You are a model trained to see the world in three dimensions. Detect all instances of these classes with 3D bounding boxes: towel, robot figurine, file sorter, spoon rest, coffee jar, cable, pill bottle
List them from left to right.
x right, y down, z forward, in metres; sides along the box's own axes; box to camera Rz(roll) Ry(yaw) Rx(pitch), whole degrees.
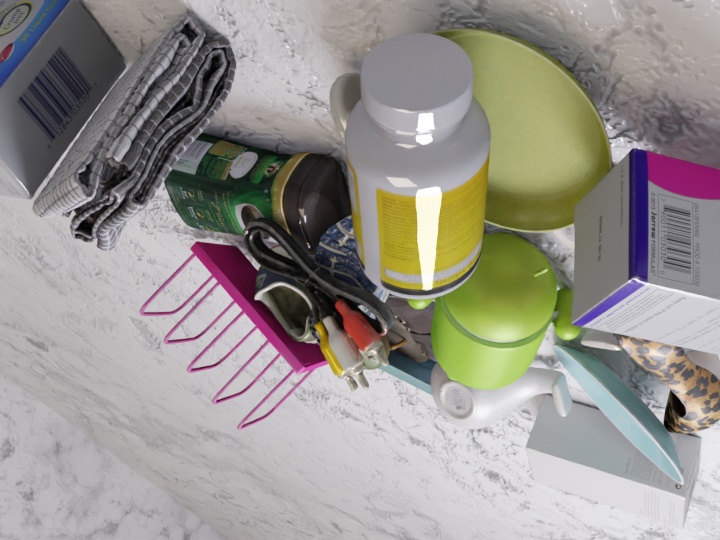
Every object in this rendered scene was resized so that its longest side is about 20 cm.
[{"bbox_3d":[-0.209,-0.122,0.862,0.085,0.202,0.165,36,154,-23],"label":"towel"},{"bbox_3d":[-0.157,0.082,1.142,0.200,0.125,0.139,48,-172,9],"label":"file sorter"},{"bbox_3d":[-0.105,-0.081,0.968,0.197,0.086,0.105,14,144,27],"label":"coffee jar"},{"bbox_3d":[-0.042,0.023,0.890,0.200,0.050,0.097,48,136,1],"label":"cable"},{"bbox_3d":[0.045,-0.077,0.712,0.110,0.113,0.201,19,146,17],"label":"pill bottle"},{"bbox_3d":[0.131,0.043,0.918,0.172,0.117,0.201,12,148,6],"label":"robot figurine"},{"bbox_3d":[0.169,0.146,1.107,0.198,0.060,0.101,-6,104,42],"label":"spoon rest"},{"bbox_3d":[0.211,-0.020,0.824,0.098,0.061,0.202,8,135,32],"label":"spoon rest"}]

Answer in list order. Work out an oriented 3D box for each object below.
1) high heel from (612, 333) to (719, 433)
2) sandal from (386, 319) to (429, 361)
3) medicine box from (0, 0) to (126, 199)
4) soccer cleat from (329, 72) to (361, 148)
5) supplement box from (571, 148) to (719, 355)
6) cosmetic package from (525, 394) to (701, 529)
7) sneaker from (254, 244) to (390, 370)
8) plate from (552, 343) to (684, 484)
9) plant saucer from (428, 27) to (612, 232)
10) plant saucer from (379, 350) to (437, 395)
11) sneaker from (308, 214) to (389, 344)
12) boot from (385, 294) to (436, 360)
[{"bbox_3d":[0.288,0.101,0.887,0.140,0.072,0.202,3,141,-6],"label":"high heel"},{"bbox_3d":[0.004,0.066,1.168,0.199,0.055,0.081,36,153,-16],"label":"sandal"},{"bbox_3d":[-0.376,-0.182,0.934,0.197,0.184,0.103,9,149,32],"label":"medicine box"},{"bbox_3d":[0.020,-0.099,0.839,0.077,0.070,0.200,6,150,42],"label":"soccer cleat"},{"bbox_3d":[0.266,-0.003,0.671,0.196,0.103,0.104,12,157,-9],"label":"supplement box"},{"bbox_3d":[0.317,0.240,1.150,0.197,0.086,0.108,15,152,26],"label":"cosmetic package"},{"bbox_3d":[-0.052,0.065,1.099,0.200,0.090,0.067,44,122,-11],"label":"sneaker"},{"bbox_3d":[0.288,0.149,1.003,0.201,0.026,0.200,48,-179,-1],"label":"plate"},{"bbox_3d":[0.112,-0.115,0.734,0.198,0.031,0.201,25,148,17],"label":"plant saucer"},{"bbox_3d":[0.026,0.108,1.216,0.198,0.070,0.019,28,114,2],"label":"plant saucer"},{"bbox_3d":[0.000,0.000,0.939,0.077,0.085,0.201,37,140,13],"label":"sneaker"},{"bbox_3d":[0.052,0.051,1.079,0.197,0.070,0.175,5,146,35],"label":"boot"}]
